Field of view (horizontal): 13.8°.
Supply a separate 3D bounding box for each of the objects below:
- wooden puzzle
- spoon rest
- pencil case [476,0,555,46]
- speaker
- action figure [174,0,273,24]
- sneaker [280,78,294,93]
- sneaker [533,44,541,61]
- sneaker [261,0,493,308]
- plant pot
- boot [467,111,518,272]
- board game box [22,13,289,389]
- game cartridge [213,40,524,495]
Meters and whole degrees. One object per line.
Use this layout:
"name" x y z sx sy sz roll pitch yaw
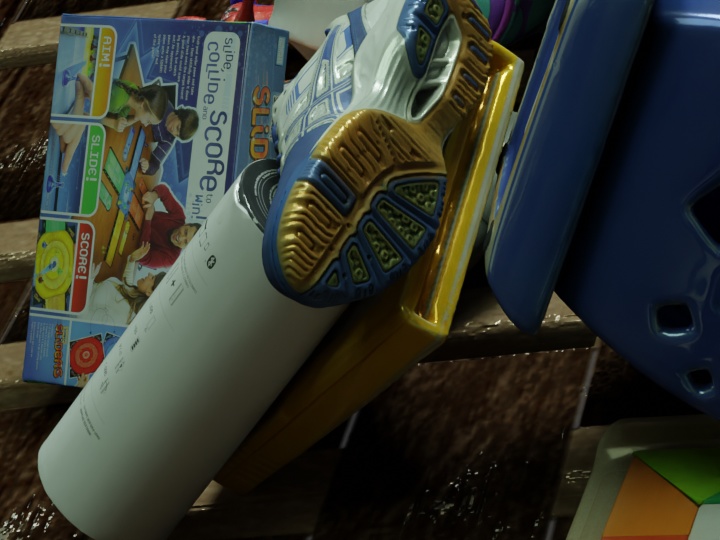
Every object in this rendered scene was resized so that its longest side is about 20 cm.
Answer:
"wooden puzzle" 0.170 0.127 1.312 0.184 0.037 0.200 -4 36 23
"spoon rest" -0.016 -0.155 1.686 0.060 0.100 0.200 8 11 4
"pencil case" 0.077 -0.166 1.690 0.092 0.085 0.200 -35 -3 24
"speaker" -0.077 0.043 1.432 0.200 0.081 0.081 -52 19 29
"action figure" -0.036 -0.176 1.826 0.199 0.099 0.065 -8 33 23
"sneaker" -0.057 -0.071 1.645 0.200 0.078 0.112 -32 21 33
"sneaker" 0.167 -0.171 1.633 0.200 0.082 0.071 -54 12 16
"sneaker" -0.006 -0.052 1.377 0.088 0.075 0.200 -14 34 39
"plant pot" 0.162 -0.057 1.357 0.179 0.201 0.200 18 22 0
"boot" 0.007 -0.038 1.624 0.138 0.078 0.200 -47 29 -16
"board game box" -0.110 -0.033 1.575 0.135 0.202 0.034 7 0 36
"game cartridge" 0.000 0.000 1.464 0.200 0.032 0.177 -39 27 49
